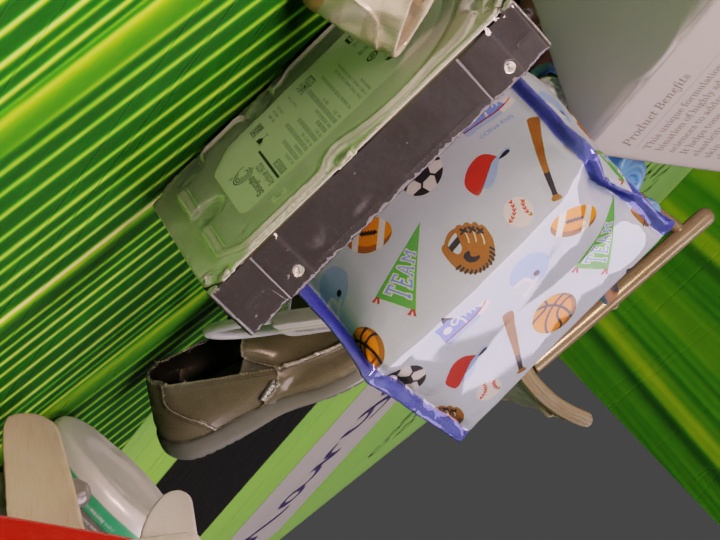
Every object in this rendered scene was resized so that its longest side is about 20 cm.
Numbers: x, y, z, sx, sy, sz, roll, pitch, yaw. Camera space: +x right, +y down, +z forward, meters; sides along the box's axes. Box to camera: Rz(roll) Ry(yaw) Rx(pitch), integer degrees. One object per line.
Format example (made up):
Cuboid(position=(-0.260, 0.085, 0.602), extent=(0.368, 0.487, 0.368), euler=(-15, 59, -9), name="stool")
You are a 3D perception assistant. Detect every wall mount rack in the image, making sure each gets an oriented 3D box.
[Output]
Cuboid(position=(0.000, 0.000, 1.521), extent=(0.200, 0.075, 0.174), euler=(-7, 174, 9), name="wall mount rack")

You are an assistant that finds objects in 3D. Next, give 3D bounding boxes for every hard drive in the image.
Cuboid(position=(-0.010, -0.071, 1.169), extent=(0.200, 0.038, 0.140), euler=(-44, -154, 4), name="hard drive")

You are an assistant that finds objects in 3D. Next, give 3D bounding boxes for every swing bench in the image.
Cuboid(position=(0.143, 0.003, 1.856), extent=(0.200, 0.130, 0.199), euler=(-57, -165, -7), name="swing bench")

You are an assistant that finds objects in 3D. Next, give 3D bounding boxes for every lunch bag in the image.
Cuboid(position=(0.031, -0.044, 1.254), extent=(0.170, 0.200, 0.124), euler=(-43, 140, 7), name="lunch bag")

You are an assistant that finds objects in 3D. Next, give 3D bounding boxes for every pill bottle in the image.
Cuboid(position=(-0.218, 0.197, 1.497), extent=(0.200, 0.113, 0.113), euler=(-44, 172, 5), name="pill bottle")

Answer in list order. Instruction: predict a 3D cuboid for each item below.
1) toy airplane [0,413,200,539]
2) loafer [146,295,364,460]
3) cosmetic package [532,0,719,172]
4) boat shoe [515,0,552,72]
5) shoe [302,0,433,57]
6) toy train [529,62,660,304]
Cuboid(position=(-0.179, 0.181, 1.297), extent=(0.200, 0.199, 0.141), euler=(-37, 160, -50), name="toy airplane")
Cuboid(position=(-0.055, 0.053, 1.579), extent=(0.200, 0.070, 0.075), euler=(-31, -148, -2), name="loafer")
Cuboid(position=(0.223, -0.164, 1.312), extent=(0.200, 0.166, 0.167), euler=(7, 143, -29), name="cosmetic package")
Cuboid(position=(0.070, -0.121, 1.439), extent=(0.200, 0.072, 0.076), euler=(-42, -149, 38), name="boat shoe")
Cuboid(position=(0.046, -0.175, 1.073), extent=(0.070, 0.053, 0.200), euler=(-34, 168, -51), name="shoe")
Cuboid(position=(0.108, -0.037, 1.391), extent=(0.114, 0.087, 0.200), euler=(-47, 153, -10), name="toy train")
